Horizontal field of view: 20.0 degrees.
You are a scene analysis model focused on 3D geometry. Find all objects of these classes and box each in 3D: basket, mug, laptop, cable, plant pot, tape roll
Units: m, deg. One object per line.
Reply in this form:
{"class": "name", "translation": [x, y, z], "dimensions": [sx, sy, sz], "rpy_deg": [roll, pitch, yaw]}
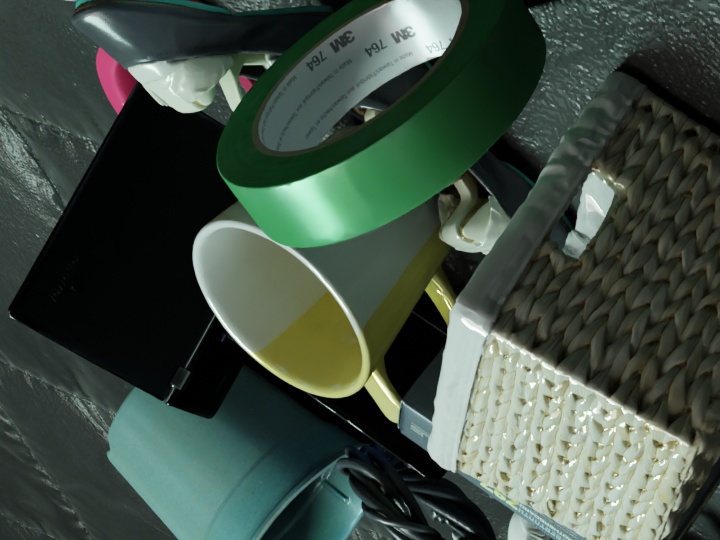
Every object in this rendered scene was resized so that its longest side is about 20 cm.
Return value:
{"class": "basket", "translation": [0.156, 0.033, 1.196], "dimensions": [0.160, 0.199, 0.201], "rpy_deg": [29, 153, 15]}
{"class": "mug", "translation": [-0.008, -0.006, 1.397], "dimensions": [0.149, 0.153, 0.188], "rpy_deg": [20, 142, 33]}
{"class": "laptop", "translation": [-0.129, -0.009, 1.461], "dimensions": [0.115, 0.188, 0.200], "rpy_deg": [29, 177, 13]}
{"class": "cable", "translation": [0.049, 0.189, 1.467], "dimensions": [0.164, 0.051, 0.200], "rpy_deg": [60, -169, 12]}
{"class": "plant pot", "translation": [-0.115, 0.178, 1.857], "dimensions": [0.196, 0.200, 0.201], "rpy_deg": [40, 157, 21]}
{"class": "laptop", "translation": [0.016, 0.083, 1.519], "dimensions": [0.187, 0.116, 0.200], "rpy_deg": [35, 166, 14]}
{"class": "tape roll", "translation": [0.011, -0.098, 1.173], "dimensions": [0.200, 0.201, 0.048], "rpy_deg": [5, 138, 52]}

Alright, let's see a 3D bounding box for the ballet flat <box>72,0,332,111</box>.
{"class": "ballet flat", "translation": [-0.088, -0.133, 1.266], "dimensions": [0.073, 0.199, 0.074], "rpy_deg": [3, 94, 48]}

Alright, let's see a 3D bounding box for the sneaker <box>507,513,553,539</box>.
{"class": "sneaker", "translation": [0.144, 0.258, 1.736], "dimensions": [0.099, 0.078, 0.201], "rpy_deg": [32, 152, 38]}

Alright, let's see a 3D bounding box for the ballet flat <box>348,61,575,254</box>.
{"class": "ballet flat", "translation": [0.062, -0.058, 1.329], "dimensions": [0.200, 0.073, 0.073], "rpy_deg": [48, 155, -16]}

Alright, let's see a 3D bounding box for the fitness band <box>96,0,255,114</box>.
{"class": "fitness band", "translation": [-0.129, -0.137, 1.520], "dimensions": [0.144, 0.037, 0.200], "rpy_deg": [45, 155, -4]}

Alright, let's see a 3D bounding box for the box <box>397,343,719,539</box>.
{"class": "box", "translation": [0.148, 0.094, 1.351], "dimensions": [0.199, 0.158, 0.051], "rpy_deg": [33, 154, 15]}
